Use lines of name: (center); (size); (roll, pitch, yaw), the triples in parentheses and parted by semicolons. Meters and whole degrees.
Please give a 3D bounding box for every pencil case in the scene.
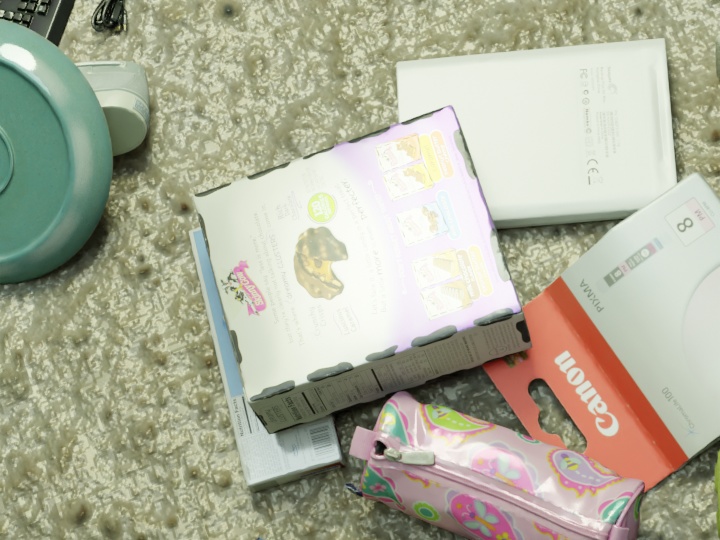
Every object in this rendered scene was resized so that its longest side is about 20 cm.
pencil case: (0.093, 0.149, 1.541); (0.199, 0.088, 0.088); (21, 75, 16)

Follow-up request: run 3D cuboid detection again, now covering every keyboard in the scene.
keyboard: (-0.225, -0.251, 1.765); (0.126, 0.021, 0.201); (14, 75, 13)

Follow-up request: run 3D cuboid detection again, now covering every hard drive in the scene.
hard drive: (0.128, -0.097, 1.653); (0.198, 0.026, 0.133); (-5, 70, 7)

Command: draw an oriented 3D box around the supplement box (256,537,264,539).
supplement box: (-0.003, 0.296, 1.445); (0.199, 0.200, 0.135); (29, 77, 17)

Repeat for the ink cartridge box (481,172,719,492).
ink cartridge box: (0.200, 0.054, 1.567); (0.199, 0.057, 0.163); (-34, 77, -7)

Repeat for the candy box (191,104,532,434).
candy box: (0.000, 0.000, 1.581); (0.199, 0.072, 0.169); (-18, 65, 4)

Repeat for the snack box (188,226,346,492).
snack box: (-0.068, 0.055, 1.632); (0.071, 0.024, 0.201); (-16, 70, 4)

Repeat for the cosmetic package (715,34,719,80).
cosmetic package: (0.347, -0.102, 1.596); (0.103, 0.073, 0.201); (-31, 69, -2)

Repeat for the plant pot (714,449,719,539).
plant pot: (0.333, 0.146, 1.467); (0.189, 0.200, 0.202); (-4, 70, 21)

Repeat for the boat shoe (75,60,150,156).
boat shoe: (-0.251, -0.118, 1.705); (0.199, 0.070, 0.072); (-7, 46, 11)

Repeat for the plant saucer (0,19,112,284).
plant saucer: (-0.279, -0.084, 1.655); (0.199, 0.027, 0.202); (4, 105, 13)
